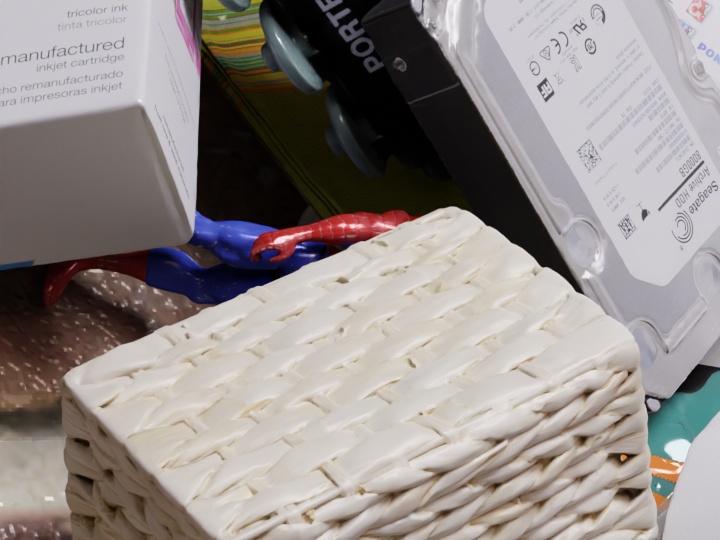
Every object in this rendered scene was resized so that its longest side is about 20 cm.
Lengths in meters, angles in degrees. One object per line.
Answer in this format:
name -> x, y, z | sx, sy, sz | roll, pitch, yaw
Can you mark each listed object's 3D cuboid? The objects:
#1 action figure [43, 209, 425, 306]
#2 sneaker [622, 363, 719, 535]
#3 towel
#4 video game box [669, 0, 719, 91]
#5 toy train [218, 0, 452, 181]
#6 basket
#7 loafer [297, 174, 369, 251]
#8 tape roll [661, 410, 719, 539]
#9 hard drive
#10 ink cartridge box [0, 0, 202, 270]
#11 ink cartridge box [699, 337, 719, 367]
action figure -> -0.032, 0.002, 0.953 | 0.199, 0.066, 0.052 | 5, 38, 1
sneaker -> 0.105, 0.110, 0.961 | 0.200, 0.072, 0.080 | -37, 44, -28
towel -> -0.006, -0.073, 1.067 | 0.086, 0.018, 0.200 | -16, 46, -23
video game box -> 0.173, -0.095, 1.178 | 0.182, 0.047, 0.200 | 34, -3, -3
toy train -> -0.008, -0.129, 0.990 | 0.200, 0.085, 0.114 | 50, 22, -34
basket -> -0.001, 0.080, 0.853 | 0.199, 0.124, 0.135 | -25, 40, -26
loafer -> 0.000, 0.000, 1.050 | 0.069, 0.070, 0.200 | 12, 41, 20
tape roll -> 0.197, 0.143, 0.904 | 0.202, 0.071, 0.204 | 14, 72, -49
hard drive -> 0.098, -0.057, 0.965 | 0.140, 0.038, 0.201 | -43, 109, -40
ink cartridge box -> -0.143, -0.102, 0.945 | 0.144, 0.085, 0.201 | -8, 48, 7
ink cartridge box -> 0.149, 0.029, 1.078 | 0.199, 0.083, 0.146 | 14, 80, -30
